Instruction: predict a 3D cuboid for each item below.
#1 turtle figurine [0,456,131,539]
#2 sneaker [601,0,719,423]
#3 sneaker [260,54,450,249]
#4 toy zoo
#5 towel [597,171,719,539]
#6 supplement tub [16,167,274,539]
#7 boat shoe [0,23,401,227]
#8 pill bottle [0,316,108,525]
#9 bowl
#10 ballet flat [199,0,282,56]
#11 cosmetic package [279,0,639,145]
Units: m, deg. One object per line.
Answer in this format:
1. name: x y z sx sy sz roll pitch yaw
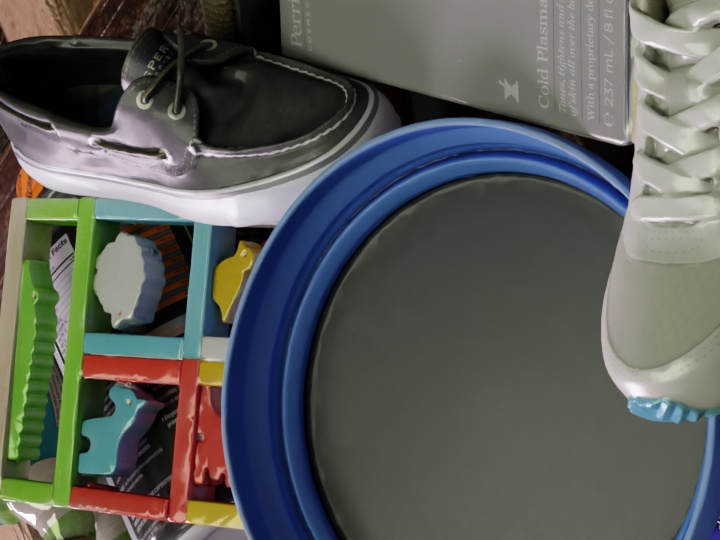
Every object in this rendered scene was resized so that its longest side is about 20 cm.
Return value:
1. turtle figurine: -0.135 0.209 1.051 0.194 0.143 0.200 59 135 30
2. sneaker: 0.111 -0.051 0.631 0.076 0.081 0.201 0 64 45
3. sneaker: 0.000 0.000 0.865 0.077 0.084 0.201 -21 82 53
4. toy zoo: -0.066 0.036 0.836 0.199 0.020 0.132 2 85 31
5. towel: 0.093 0.040 0.757 0.199 0.049 0.149 -13 89 43
6. supplement tub: -0.076 0.029 0.929 0.123 0.122 0.201 -51 57 46
7. boat shoe: -0.076 -0.068 0.821 0.199 0.070 0.066 10 146 41
8. pill bottle: -0.230 0.088 1.094 0.110 0.199 0.112 17 112 49
9. bowl: 0.041 0.048 0.731 0.199 0.039 0.202 -3 85 33
10. ballet flat: -0.054 -0.113 0.867 0.046 0.068 0.200 18 155 12
11. cosmetic package: 0.056 -0.119 0.760 0.199 0.090 0.108 16 115 47
